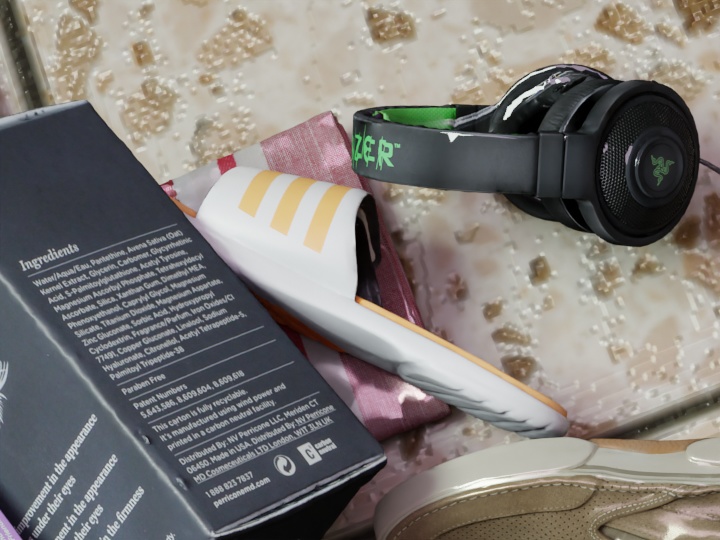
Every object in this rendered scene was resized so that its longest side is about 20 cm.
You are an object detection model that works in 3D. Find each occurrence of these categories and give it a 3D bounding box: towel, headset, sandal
[{"bbox_3d":[-0.075,0.034,1.265,0.200,0.023,0.144,-23,70,6],"label":"towel"},{"bbox_3d":[0.096,-0.062,1.209,0.200,0.124,0.094,2,98,-16],"label":"headset"},{"bbox_3d":[0.001,0.002,1.209,0.207,0.079,0.059,27,81,10],"label":"sandal"}]

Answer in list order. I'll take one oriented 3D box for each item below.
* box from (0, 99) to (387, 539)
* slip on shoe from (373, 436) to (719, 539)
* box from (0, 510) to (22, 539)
[{"bbox_3d":[-0.113,0.058,1.166,0.200,0.104,0.148,50,130,16],"label":"box"},{"bbox_3d":[0.105,0.105,1.173,0.200,0.076,0.061,-5,64,3],"label":"slip on shoe"},{"bbox_3d":[-0.176,0.136,1.133,0.200,0.039,0.137,50,130,26],"label":"box"}]
